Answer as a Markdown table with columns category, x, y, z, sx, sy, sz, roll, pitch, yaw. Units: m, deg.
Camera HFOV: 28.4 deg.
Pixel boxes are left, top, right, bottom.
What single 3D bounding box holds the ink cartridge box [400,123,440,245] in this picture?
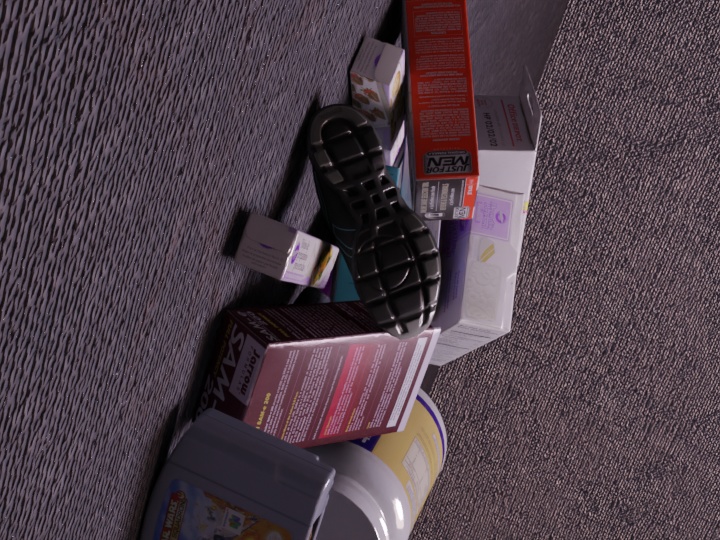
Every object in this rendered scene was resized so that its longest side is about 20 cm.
| category | x | y | z | sx | sy | sz | roll | pitch | yaw |
| --- | --- | --- | --- | --- | --- | --- | --- | --- | --- |
| ink cartridge box | 0.059 | -0.059 | 1.426 | 0.094 | 0.044 | 0.201 | 90 | 6 | -69 |

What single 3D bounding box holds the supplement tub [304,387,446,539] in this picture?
| category | x | y | z | sx | sy | sz | roll | pitch | yaw |
| --- | --- | --- | --- | --- | --- | --- | --- | --- | --- |
| supplement tub | -0.010 | 0.195 | 1.320 | 0.200 | 0.145 | 0.146 | -54 | 163 | -60 |

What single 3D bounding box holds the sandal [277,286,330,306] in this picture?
| category | x | y | z | sx | sy | sz | roll | pitch | yaw |
| --- | --- | --- | --- | --- | --- | --- | --- | --- | --- |
| sandal | -0.071 | 0.070 | 1.332 | 0.076 | 0.043 | 0.200 | -56 | 174 | -25 |

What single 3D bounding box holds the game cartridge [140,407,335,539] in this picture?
| category | x | y | z | sx | sy | sz | roll | pitch | yaw |
| --- | --- | --- | --- | --- | --- | --- | --- | --- | --- |
| game cartridge | -0.105 | 0.213 | 1.115 | 0.042 | 0.133 | 0.201 | -52 | 161 | -64 |

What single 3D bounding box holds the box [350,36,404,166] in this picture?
| category | x | y | z | sx | sy | sz | roll | pitch | yaw |
| --- | --- | --- | --- | --- | --- | --- | --- | --- | --- |
| box | 0.017 | -0.150 | 1.322 | 0.200 | 0.039 | 0.042 | 87 | 26 | -71 |

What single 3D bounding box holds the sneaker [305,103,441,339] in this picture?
| category | x | y | z | sx | sy | sz | roll | pitch | yaw |
| --- | --- | --- | --- | --- | --- | --- | --- | --- | --- |
| sneaker | 0.011 | -0.040 | 1.178 | 0.079 | 0.075 | 0.201 | 160 | -90 | -81 |

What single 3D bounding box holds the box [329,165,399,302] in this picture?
| category | x | y | z | sx | sy | sz | roll | pitch | yaw |
| --- | --- | --- | --- | --- | --- | --- | --- | --- | --- |
| box | 0.000 | 0.000 | 1.354 | 0.082 | 0.049 | 0.201 | 104 | -6 | -58 |

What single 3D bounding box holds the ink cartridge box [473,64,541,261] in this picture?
| category | x | y | z | sx | sy | sz | roll | pitch | yaw |
| --- | --- | --- | --- | --- | --- | --- | --- | --- | --- |
| ink cartridge box | 0.147 | -0.116 | 1.577 | 0.115 | 0.068 | 0.200 | -97 | -171 | -52 |

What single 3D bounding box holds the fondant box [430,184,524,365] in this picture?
| category | x | y | z | sx | sy | sz | roll | pitch | yaw |
| --- | --- | --- | --- | --- | --- | --- | --- | --- | --- |
| fondant box | 0.100 | 0.009 | 1.472 | 0.200 | 0.058 | 0.145 | 143 | -43 | -68 |

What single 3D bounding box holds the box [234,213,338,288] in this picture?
| category | x | y | z | sx | sy | sz | roll | pitch | yaw |
| --- | --- | --- | --- | --- | --- | --- | --- | --- | --- |
| box | -0.056 | -0.013 | 1.142 | 0.200 | 0.041 | 0.039 | 20 | 90 | -81 |

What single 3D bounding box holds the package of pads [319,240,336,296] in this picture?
| category | x | y | z | sx | sy | sz | roll | pitch | yaw |
| --- | --- | --- | --- | --- | --- | --- | --- | --- | --- |
| package of pads | -0.009 | 0.039 | 1.527 | 0.200 | 0.068 | 0.155 | 3 | 109 | -82 |

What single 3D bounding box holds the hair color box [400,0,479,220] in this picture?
| category | x | y | z | sx | sy | sz | roll | pitch | yaw |
| --- | --- | --- | --- | --- | --- | --- | --- | --- | --- |
| hair color box | 0.072 | -0.156 | 1.319 | 0.102 | 0.061 | 0.201 | 88 | 0 | -71 |

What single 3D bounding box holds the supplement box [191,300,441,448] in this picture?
| category | x | y | z | sx | sy | sz | roll | pitch | yaw |
| --- | --- | --- | --- | --- | --- | --- | --- | --- | --- |
| supplement box | -0.034 | 0.086 | 1.184 | 0.200 | 0.061 | 0.109 | -3 | 119 | -45 |

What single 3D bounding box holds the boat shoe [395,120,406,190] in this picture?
| category | x | y | z | sx | sy | sz | roll | pitch | yaw |
| --- | --- | --- | --- | --- | --- | --- | --- | --- | --- |
| boat shoe | 0.082 | -0.160 | 1.617 | 0.074 | 0.065 | 0.201 | 82 | 30 | -73 |
